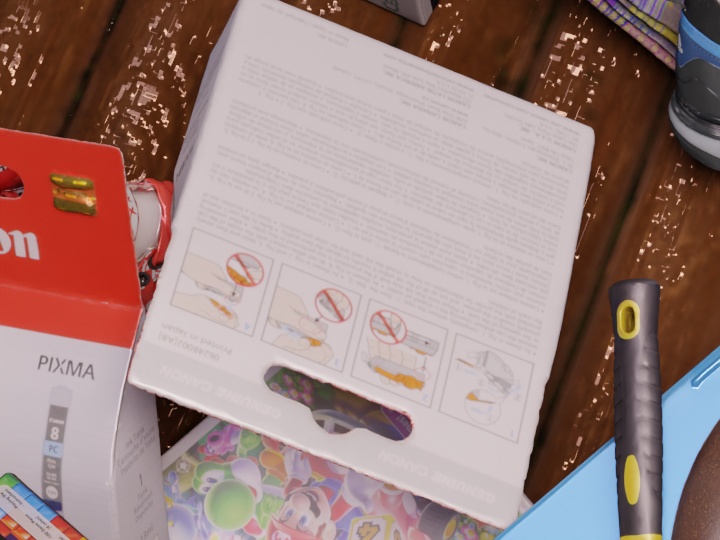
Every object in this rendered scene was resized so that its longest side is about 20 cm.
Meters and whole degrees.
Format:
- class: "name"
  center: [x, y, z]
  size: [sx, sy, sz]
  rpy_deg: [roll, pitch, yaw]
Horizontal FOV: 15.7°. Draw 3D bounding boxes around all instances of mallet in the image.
- class: "mallet"
  center: [0.090, 0.103, 0.925]
  size: [0.066, 0.041, 0.201]
  rpy_deg: [-17, 66, 27]

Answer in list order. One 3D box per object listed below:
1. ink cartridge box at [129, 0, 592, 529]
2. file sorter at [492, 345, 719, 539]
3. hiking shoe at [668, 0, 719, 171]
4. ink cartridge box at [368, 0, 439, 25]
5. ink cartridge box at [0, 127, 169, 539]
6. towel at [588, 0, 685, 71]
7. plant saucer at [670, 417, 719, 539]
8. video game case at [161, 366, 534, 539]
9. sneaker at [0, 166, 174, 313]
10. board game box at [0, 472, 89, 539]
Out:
- class: "ink cartridge box"
  center: [0.000, 0.000, 1.033]
  size: [0.159, 0.047, 0.201]
  rpy_deg: [22, 54, -10]
- class: "file sorter"
  center: [0.119, 0.150, 0.997]
  size: [0.200, 0.123, 0.139]
  rpy_deg: [-39, 72, -6]
- class: "hiking shoe"
  center: [0.223, -0.098, 1.065]
  size: [0.199, 0.087, 0.075]
  rpy_deg: [-13, 38, -7]
- class: "ink cartridge box"
  center: [-0.056, -0.177, 1.136]
  size: [0.199, 0.100, 0.039]
  rpy_deg: [24, 76, 13]
- class: "ink cartridge box"
  center: [-0.160, 0.040, 1.029]
  size: [0.159, 0.201, 0.047]
  rpy_deg: [9, 31, 23]
- class: "towel"
  center: [0.132, -0.175, 1.101]
  size: [0.200, 0.023, 0.144]
  rpy_deg: [36, 79, -20]
- class: "plant saucer"
  center: [0.208, 0.107, 0.920]
  size: [0.199, 0.032, 0.201]
  rpy_deg: [-2, 72, 5]
- class: "video game case"
  center: [-0.034, 0.127, 1.075]
  size: [0.200, 0.018, 0.143]
  rpy_deg: [-40, 72, -3]
- class: "sneaker"
  center: [-0.082, -0.011, 1.082]
  size: [0.200, 0.108, 0.068]
  rpy_deg: [-10, 71, 4]
- class: "board game box"
  center: [-0.114, 0.185, 0.886]
  size: [0.165, 0.057, 0.200]
  rpy_deg: [-41, 52, -19]
